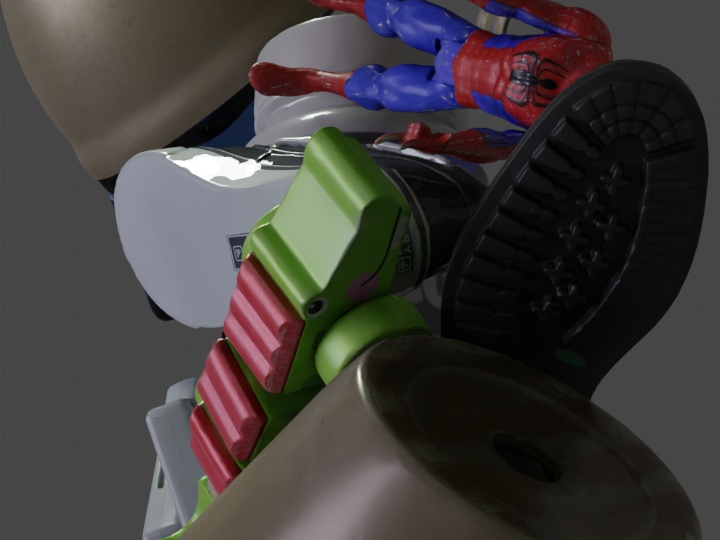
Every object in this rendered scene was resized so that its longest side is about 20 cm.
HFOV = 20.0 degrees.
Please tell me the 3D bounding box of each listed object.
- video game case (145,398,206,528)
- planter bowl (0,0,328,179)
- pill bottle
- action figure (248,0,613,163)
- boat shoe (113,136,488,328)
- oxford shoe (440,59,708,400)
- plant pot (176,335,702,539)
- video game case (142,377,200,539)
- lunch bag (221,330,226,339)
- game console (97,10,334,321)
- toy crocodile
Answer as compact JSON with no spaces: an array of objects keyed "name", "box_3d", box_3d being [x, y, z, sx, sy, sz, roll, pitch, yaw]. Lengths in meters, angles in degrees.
[{"name":"video game case","box_3d":[-0.039,0.154,0.922,0.182,0.023,0.200,42,-152,-84]},{"name":"planter bowl","box_3d":[-0.100,-0.160,0.995,0.200,0.135,0.200,-37,17,13]},{"name":"pill bottle","box_3d":[0.000,0.000,0.873,0.114,0.113,0.200,121,152,-65]},{"name":"action figure","box_3d":[0.014,-0.079,0.745,0.200,0.099,0.065,17,97,46]},{"name":"boat shoe","box_3d":[-0.025,-0.020,0.784,0.200,0.068,0.072,-2,102,55]},{"name":"oxford shoe","box_3d":[0.061,0.001,0.686,0.085,0.073,0.200,-81,9,-49]},{"name":"plant pot","box_3d":[0.012,0.122,0.632,0.174,0.200,0.200,-63,20,22]},{"name":"video game case","box_3d":[-0.053,0.172,0.991,0.182,0.022,0.200,-95,-17,-72]},{"name":"lunch bag","box_3d":[-0.016,0.000,1.040,0.200,0.082,0.161,143,134,-74]},{"name":"game console","box_3d":[-0.045,-0.086,1.132,0.171,0.118,0.200,-15,31,51]},{"name":"toy crocodile","box_3d":[-0.027,0.036,0.693,0.068,0.062,0.200,55,144,30]}]
